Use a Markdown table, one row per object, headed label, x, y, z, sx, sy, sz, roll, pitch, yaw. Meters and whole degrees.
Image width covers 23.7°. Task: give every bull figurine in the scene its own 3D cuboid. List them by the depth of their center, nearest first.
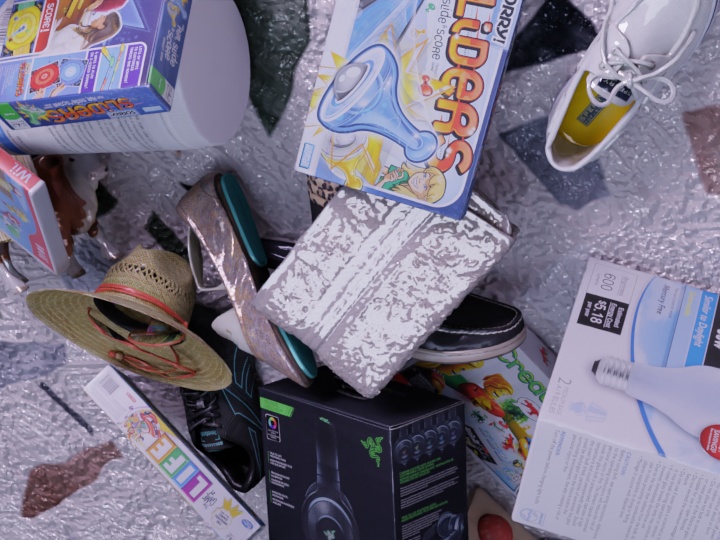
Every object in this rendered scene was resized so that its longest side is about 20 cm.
| label | x | y | z | sx | sy | sz | roll | pitch | yaw |
| --- | --- | --- | --- | --- | --- | --- | --- | --- | --- |
| bull figurine | -0.279 | -0.051 | 1.511 | 0.199 | 0.065 | 0.122 | -12 | 104 | 35 |

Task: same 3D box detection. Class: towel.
| label | x | y | z | sx | sy | sz | roll | pitch | yaw |
| --- | --- | --- | --- | --- | --- | --- | --- | --- | --- |
| towel | 0.019 | -0.003 | 1.351 | 0.132 | 0.034 | 0.200 | 39 | 112 | -2 |

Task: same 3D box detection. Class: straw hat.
| label | x | y | z | sx | sy | sz | roll | pitch | yaw |
| --- | --- | --- | --- | --- | --- | --- | --- | --- | --- |
| straw hat | -0.186 | 0.025 | 1.490 | 0.200 | 0.085 | 0.201 | 18 | 160 | 7 |

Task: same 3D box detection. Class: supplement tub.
| label | x | y | z | sx | sy | sz | roll | pitch | yaw |
| --- | --- | --- | --- | --- | --- | --- | --- | --- | --- |
| supplement tub | -0.202 | -0.158 | 1.355 | 0.199 | 0.132 | 0.132 | 1 | 128 | 22 |

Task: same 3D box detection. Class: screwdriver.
| label | x | y | z | sx | sy | sz | roll | pitch | yaw |
| --- | --- | --- | --- | --- | --- | --- | --- | --- | --- |
| screwdriver | 0.000 | 0.000 | 1.473 | 0.199 | 0.028 | 0.029 | 10 | 159 | 13 |

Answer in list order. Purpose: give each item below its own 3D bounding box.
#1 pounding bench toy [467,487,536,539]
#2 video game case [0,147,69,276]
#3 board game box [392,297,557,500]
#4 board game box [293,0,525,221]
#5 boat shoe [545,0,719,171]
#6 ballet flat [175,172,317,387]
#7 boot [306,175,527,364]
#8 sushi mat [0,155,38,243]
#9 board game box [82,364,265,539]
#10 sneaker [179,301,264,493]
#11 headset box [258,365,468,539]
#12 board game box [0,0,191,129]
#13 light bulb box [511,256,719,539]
| label | x | y | z | sx | sy | sz | roll | pitch | yaw |
| --- | --- | --- | --- | --- | --- | --- | --- | --- | --- |
| pounding bench toy | 0.123 | 0.331 | 1.626 | 0.200 | 0.124 | 0.156 | 44 | 130 | -15 |
| video game case | -0.324 | -0.089 | 1.408 | 0.200 | 0.017 | 0.143 | 37 | 158 | 17 |
| board game box | 0.139 | 0.125 | 1.511 | 0.200 | 0.035 | 0.126 | 44 | 129 | -15 |
| board game box | 0.040 | -0.152 | 1.271 | 0.135 | 0.034 | 0.201 | 16 | 105 | 8 |
| boat shoe | 0.189 | -0.144 | 1.236 | 0.074 | 0.086 | 0.202 | 33 | 132 | -6 |
| ballet flat | -0.101 | 0.016 | 1.455 | 0.067 | 0.068 | 0.201 | -26 | 79 | 15 |
| boot | 0.039 | -0.011 | 1.400 | 0.199 | 0.073 | 0.151 | 12 | 120 | 24 |
| sushi mat | -0.326 | -0.120 | 1.465 | 0.095 | 0.012 | 0.201 | -15 | 99 | 35 |
| board game box | -0.169 | 0.175 | 1.589 | 0.200 | 0.034 | 0.134 | 46 | 174 | 6 |
| sneaker | -0.130 | 0.117 | 1.585 | 0.075 | 0.079 | 0.200 | -13 | 120 | 30 |
| headset box | 0.003 | 0.188 | 1.502 | 0.174 | 0.093 | 0.201 | 14 | 112 | 46 |
| board game box | -0.189 | -0.204 | 1.260 | 0.135 | 0.201 | 0.034 | -4 | 152 | 23 |
| light bulb box | 0.245 | 0.119 | 1.354 | 0.199 | 0.199 | 0.125 | 16 | 134 | 8 |
